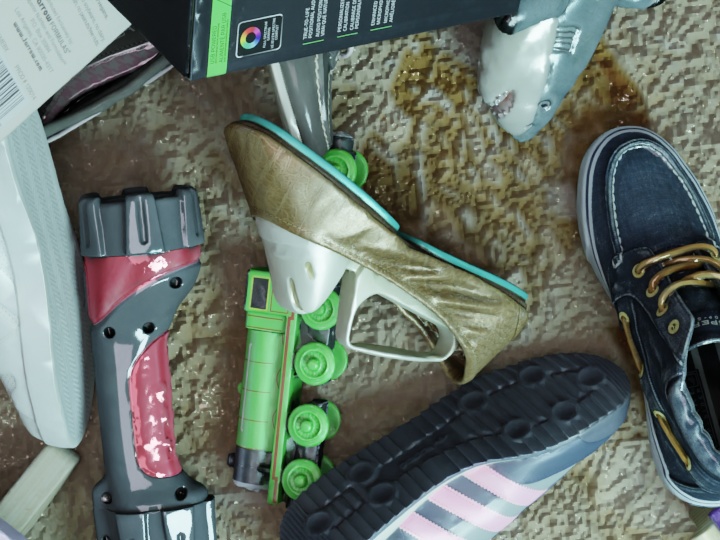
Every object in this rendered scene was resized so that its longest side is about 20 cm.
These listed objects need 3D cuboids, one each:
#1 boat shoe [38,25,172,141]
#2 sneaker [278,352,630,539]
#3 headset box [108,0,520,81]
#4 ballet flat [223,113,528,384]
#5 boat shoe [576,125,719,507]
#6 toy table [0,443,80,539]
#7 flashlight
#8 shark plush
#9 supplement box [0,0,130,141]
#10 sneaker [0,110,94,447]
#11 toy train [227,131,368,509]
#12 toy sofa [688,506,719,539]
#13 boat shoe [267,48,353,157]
[{"bbox_3d":[-0.158,-0.105,1.079,0.199,0.057,0.067,-27,92,4],"label":"boat shoe"},{"bbox_3d":[0.055,0.115,1.096,0.199,0.070,0.082,-27,132,-7],"label":"sneaker"},{"bbox_3d":[-0.019,-0.195,0.945,0.199,0.093,0.175,-14,130,-30],"label":"headset box"},{"bbox_3d":[0.000,0.000,1.048,0.199,0.068,0.073,33,84,-34],"label":"ballet flat"},{"bbox_3d":[0.163,0.013,1.045,0.070,0.091,0.202,-13,77,-7],"label":"boat shoe"},{"bbox_3d":[-0.210,0.174,1.076,0.184,0.117,0.200,-42,90,4],"label":"toy table"},{"bbox_3d":[-0.106,0.058,1.093,0.068,0.067,0.202,-12,98,-41],"label":"flashlight"},{"bbox_3d":[0.128,-0.162,1.085,0.200,0.091,0.083,-49,116,-10],"label":"shark plush"},{"bbox_3d":[-0.162,-0.162,1.014,0.126,0.074,0.200,33,70,36],"label":"supplement box"},{"bbox_3d":[-0.206,0.002,1.075,0.115,0.074,0.201,-4,117,11],"label":"sneaker"},{"bbox_3d":[-0.034,0.026,1.099,0.056,0.042,0.202,8,94,12],"label":"toy train"},{"bbox_3d":[0.268,0.108,1.061,0.199,0.098,0.083,-36,92,5],"label":"toy sofa"},{"bbox_3d":[-0.029,-0.156,1.066,0.056,0.067,0.202,-12,81,1],"label":"boat shoe"}]
